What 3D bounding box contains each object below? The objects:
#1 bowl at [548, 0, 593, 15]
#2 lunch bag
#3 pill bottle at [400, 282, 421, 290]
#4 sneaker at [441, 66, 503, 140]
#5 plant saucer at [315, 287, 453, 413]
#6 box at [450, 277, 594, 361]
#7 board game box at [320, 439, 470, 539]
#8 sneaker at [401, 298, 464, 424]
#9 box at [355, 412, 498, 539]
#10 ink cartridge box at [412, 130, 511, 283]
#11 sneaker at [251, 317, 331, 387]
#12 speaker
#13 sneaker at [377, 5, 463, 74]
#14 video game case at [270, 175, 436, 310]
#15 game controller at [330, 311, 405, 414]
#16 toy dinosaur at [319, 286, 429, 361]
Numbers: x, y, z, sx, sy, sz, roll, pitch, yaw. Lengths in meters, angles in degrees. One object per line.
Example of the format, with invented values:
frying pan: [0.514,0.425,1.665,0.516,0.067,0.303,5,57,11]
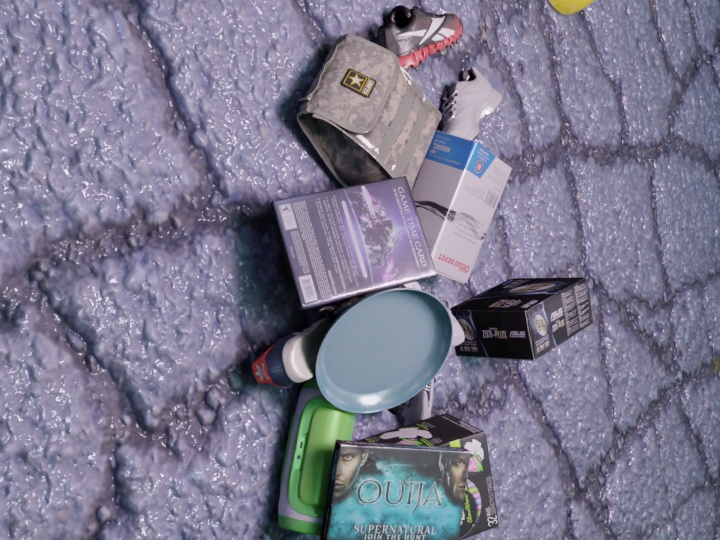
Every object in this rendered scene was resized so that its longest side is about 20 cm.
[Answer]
bowl: [0.445,-0.624,1.648,0.198,0.107,0.204,1,88,-45]
lunch bag: [0.008,-0.224,1.201,0.200,0.117,0.166,44,55,-31]
pill bottle: [0.000,0.000,1.188,0.199,0.111,0.114,38,63,-37]
sneaker: [0.167,-0.266,1.402,0.087,0.074,0.201,48,50,-18]
plant saucer: [0.029,0.103,1.097,0.197,0.027,0.203,-13,126,-19]
box: [0.279,0.079,1.424,0.198,0.162,0.088,-21,103,-42]
board game box: [0.049,0.302,1.111,0.197,0.028,0.138,8,91,-23]
sneaker: [0.112,0.140,1.318,0.114,0.075,0.204,-2,87,-42]
box: [0.080,0.316,1.206,0.197,0.124,0.151,-12,98,-20]
ink cartridge box: [0.142,-0.096,1.293,0.144,0.083,0.203,18,93,-56]
sneaker: [-0.083,0.115,1.141,0.199,0.083,0.076,-5,79,-68]
speaker: [-0.059,0.255,1.142,0.088,0.088,0.203,21,74,-42]
sneaker: [0.095,-0.385,1.321,0.200,0.070,0.099,-39,117,-37]
video game case: [-0.007,-0.040,1.087,0.197,0.019,0.145,-13,79,-24]
game controller: [0.012,0.134,1.207,0.200,0.042,0.105,47,19,-49]
toy dinosaur: [0.034,0.068,1.144,0.200,0.101,0.078,45,23,-43]
